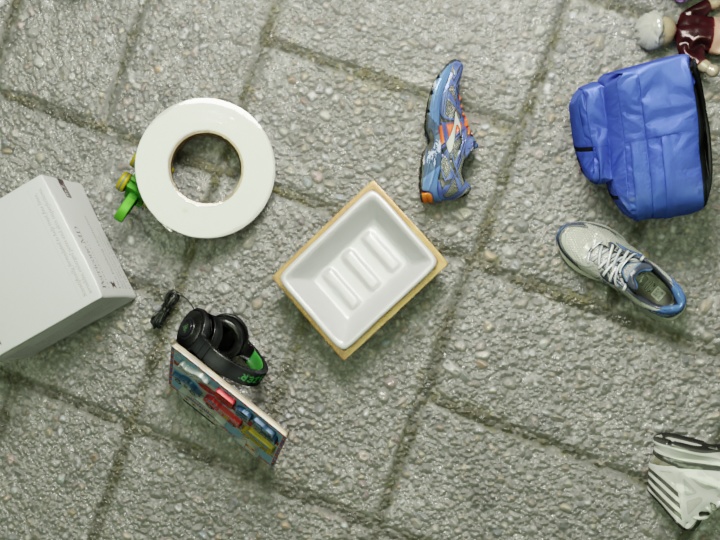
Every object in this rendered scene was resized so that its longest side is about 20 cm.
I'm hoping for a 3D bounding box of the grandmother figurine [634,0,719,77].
[{"bbox_3d":[0.471,-0.315,1.205,0.198,0.061,0.122,9,63,11],"label":"grandmother figurine"}]

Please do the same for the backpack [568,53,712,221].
[{"bbox_3d":[0.366,-0.165,1.168,0.166,0.163,0.202,-12,100,17],"label":"backpack"}]

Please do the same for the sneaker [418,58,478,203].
[{"bbox_3d":[0.127,-0.193,1.250,0.078,0.075,0.202,5,98,-1],"label":"sneaker"}]

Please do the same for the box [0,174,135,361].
[{"bbox_3d":[-0.471,-0.001,1.297,0.199,0.131,0.200,-28,86,7],"label":"box"}]

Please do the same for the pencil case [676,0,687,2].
[{"bbox_3d":[0.486,-0.445,1.191,0.199,0.084,0.086,-34,50,4],"label":"pencil case"}]

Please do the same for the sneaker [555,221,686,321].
[{"bbox_3d":[0.355,-0.005,1.200,0.199,0.085,0.077,32,94,8],"label":"sneaker"}]

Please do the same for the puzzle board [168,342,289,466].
[{"bbox_3d":[-0.192,0.195,1.253,0.199,0.151,0.017,38,60,7],"label":"puzzle board"}]

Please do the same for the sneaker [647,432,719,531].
[{"bbox_3d":[0.482,0.296,1.193,0.199,0.076,0.116,12,100,16],"label":"sneaker"}]

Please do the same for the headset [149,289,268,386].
[{"bbox_3d":[-0.220,0.102,1.271,0.200,0.123,0.094,43,100,25],"label":"headset"}]

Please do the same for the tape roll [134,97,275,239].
[{"bbox_3d":[-0.222,-0.144,1.283,0.201,0.037,0.205,0,91,-9],"label":"tape roll"}]

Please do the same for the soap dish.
[{"bbox_3d":[0.000,0.000,1.254,0.200,0.081,0.158,-43,84,6],"label":"soap dish"}]

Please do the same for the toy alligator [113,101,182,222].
[{"bbox_3d":[-0.302,-0.158,1.316,0.059,0.054,0.201,31,84,-9],"label":"toy alligator"}]
